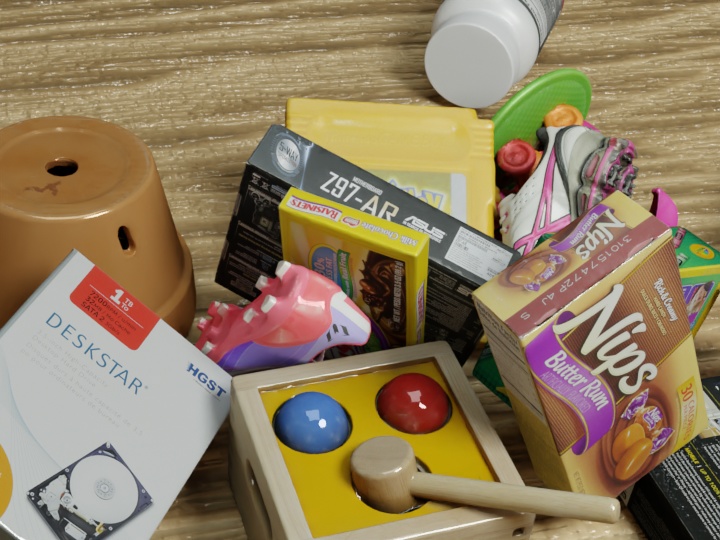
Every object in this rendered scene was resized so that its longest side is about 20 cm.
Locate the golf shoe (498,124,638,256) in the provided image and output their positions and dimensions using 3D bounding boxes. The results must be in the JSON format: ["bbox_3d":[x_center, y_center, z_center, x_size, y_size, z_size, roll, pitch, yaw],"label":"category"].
[{"bbox_3d":[0.149,-0.020,1.009,0.092,0.201,0.073,21,-4,32],"label":"golf shoe"}]

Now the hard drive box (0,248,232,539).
[{"bbox_3d":[-0.191,0.109,0.809,0.156,0.077,0.200,39,41,-9],"label":"hard drive box"}]

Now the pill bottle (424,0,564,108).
[{"bbox_3d":[0.140,-0.260,1.320,0.115,0.116,0.200,17,41,13],"label":"pill bottle"}]

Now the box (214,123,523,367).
[{"bbox_3d":[0.000,0.000,0.906,0.199,0.160,0.044,28,55,3],"label":"box"}]

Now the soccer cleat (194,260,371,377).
[{"bbox_3d":[-0.068,0.052,0.889,0.076,0.200,0.067,33,58,-16],"label":"soccer cleat"}]

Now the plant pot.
[{"bbox_3d":[-0.225,-0.026,0.967,0.199,0.140,0.200,5,39,-4],"label":"plant pot"}]

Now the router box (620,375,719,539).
[{"bbox_3d":[0.270,0.162,0.879,0.148,0.051,0.200,-7,41,-19],"label":"router box"}]

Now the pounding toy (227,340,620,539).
[{"bbox_3d":[0.029,0.141,0.799,0.183,0.143,0.200,-9,42,-17],"label":"pounding toy"}]

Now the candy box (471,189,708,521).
[{"bbox_3d":[0.153,0.059,0.802,0.116,0.200,0.056,-34,45,-11],"label":"candy box"}]

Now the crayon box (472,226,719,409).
[{"bbox_3d":[0.183,0.034,0.920,0.200,0.119,0.058,-4,36,-48],"label":"crayon box"}]

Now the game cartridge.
[{"bbox_3d":[0.022,-0.039,1.017,0.175,0.032,0.201,2,77,-5],"label":"game cartridge"}]

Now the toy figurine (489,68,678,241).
[{"bbox_3d":[0.183,-0.046,1.077,0.200,0.150,0.184,-36,62,-13],"label":"toy figurine"}]

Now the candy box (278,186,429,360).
[{"bbox_3d":[-0.004,0.030,0.885,0.102,0.200,0.026,21,55,17],"label":"candy box"}]
